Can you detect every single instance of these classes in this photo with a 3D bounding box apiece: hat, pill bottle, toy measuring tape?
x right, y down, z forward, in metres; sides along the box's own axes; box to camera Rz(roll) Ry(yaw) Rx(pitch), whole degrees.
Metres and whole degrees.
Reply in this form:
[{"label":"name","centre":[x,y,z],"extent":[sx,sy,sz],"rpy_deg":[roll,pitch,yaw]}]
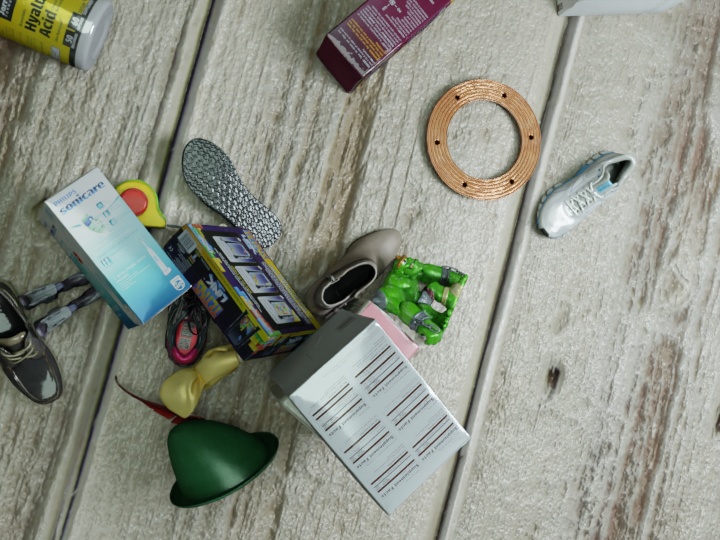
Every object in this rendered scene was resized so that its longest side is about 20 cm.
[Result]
[{"label":"hat","centre":[-0.241,0.219,1.185],"extent":[0.200,0.166,0.176],"rpy_deg":[-23,105,6]},{"label":"pill bottle","centre":[-0.465,-0.373,1.184],"extent":[0.200,0.111,0.112],"rpy_deg":[22,85,-11]},{"label":"toy measuring tape","centre":[-0.297,-0.097,1.239],"extent":[0.200,0.074,0.074],"rpy_deg":[5,88,-12]}]

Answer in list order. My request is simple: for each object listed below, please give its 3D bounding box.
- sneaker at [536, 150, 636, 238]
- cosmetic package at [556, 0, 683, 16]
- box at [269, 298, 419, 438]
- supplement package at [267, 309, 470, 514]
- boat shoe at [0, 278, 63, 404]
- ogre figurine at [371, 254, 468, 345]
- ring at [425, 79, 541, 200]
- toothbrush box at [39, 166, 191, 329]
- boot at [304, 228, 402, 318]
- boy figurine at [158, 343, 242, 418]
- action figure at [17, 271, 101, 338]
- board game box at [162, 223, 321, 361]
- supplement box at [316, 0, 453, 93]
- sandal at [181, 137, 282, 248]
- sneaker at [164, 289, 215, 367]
[{"label":"sneaker","centre":[0.375,-0.132,1.380],"extent":[0.200,0.087,0.075],"rpy_deg":[-44,100,-8]},{"label":"cosmetic package","centre":[0.437,-0.478,1.387],"extent":[0.200,0.113,0.081],"rpy_deg":[-4,90,-15]},{"label":"box","centre":[-0.026,0.150,1.264],"extent":[0.109,0.128,0.200],"rpy_deg":[43,82,-10]},{"label":"supplement package","centre":[0.005,0.177,1.107],"extent":[0.147,0.191,0.200],"rpy_deg":[-41,101,-9]},{"label":"boat shoe","centre":[-0.494,0.105,1.188],"extent":[0.074,0.073,0.200],"rpy_deg":[-31,96,-11]},{"label":"ogre figurine","centre":[0.089,0.037,1.282],"extent":[0.120,0.098,0.200],"rpy_deg":[24,51,6]},{"label":"ring","centre":[0.202,-0.215,1.377],"extent":[0.200,0.019,0.201],"rpy_deg":[0,90,-13]},{"label":"toothbrush box","centre":[-0.335,-0.025,1.132],"extent":[0.085,0.146,0.200],"rpy_deg":[-39,100,-22]},{"label":"boot","centre":[0.000,0.000,1.262],"extent":[0.200,0.146,0.070],"rpy_deg":[-42,96,-10]},{"label":"boy figurine","centre":[-0.198,0.139,1.215],"extent":[0.200,0.124,0.064],"rpy_deg":[-35,93,-35]},{"label":"action figure","centre":[-0.388,0.020,1.217],"extent":[0.200,0.069,0.130],"rpy_deg":[-32,89,-15]},{"label":"board game box","centre":[-0.162,0.027,1.173],"extent":[0.057,0.165,0.200],"rpy_deg":[-42,74,16]},{"label":"supplement box","centre":[0.037,-0.379,1.295],"extent":[0.200,0.110,0.086],"rpy_deg":[-42,97,-10]},{"label":"sandal","centre":[-0.203,-0.114,1.276],"extent":[0.075,0.048,0.201],"rpy_deg":[-43,110,-11]},{"label":"sneaker","centre":[-0.247,0.044,1.244],"extent":[0.080,0.075,0.200],"rpy_deg":[4,88,-12]}]
